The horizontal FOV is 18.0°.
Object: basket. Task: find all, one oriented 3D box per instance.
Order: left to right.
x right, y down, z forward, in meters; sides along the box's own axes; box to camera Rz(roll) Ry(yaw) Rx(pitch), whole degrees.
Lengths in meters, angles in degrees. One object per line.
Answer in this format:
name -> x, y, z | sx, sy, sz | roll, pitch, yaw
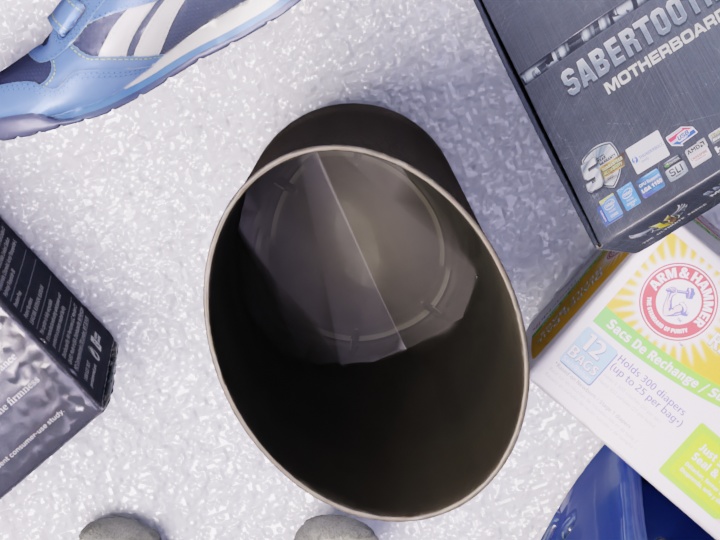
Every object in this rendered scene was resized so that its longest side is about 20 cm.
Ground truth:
basket -> 0.000, 0.000, 1.086 | 0.135, 0.200, 0.181 | -24, 107, 6

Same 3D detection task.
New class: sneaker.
sneaker -> -0.113, -0.131, 1.108 | 0.199, 0.074, 0.083 | -31, 105, -1

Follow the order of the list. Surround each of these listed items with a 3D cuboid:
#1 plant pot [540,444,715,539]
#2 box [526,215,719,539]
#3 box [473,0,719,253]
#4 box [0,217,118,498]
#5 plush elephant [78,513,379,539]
plant pot -> 0.159, 0.237, 1.178 | 0.199, 0.200, 0.180 | 35, 110, -13
box -> 0.191, 0.064, 1.153 | 0.200, 0.101, 0.113 | 40, 102, -4
box -> 0.163, -0.125, 1.051 | 0.199, 0.051, 0.159 | -32, 71, 25
box -> -0.241, 0.028, 1.133 | 0.148, 0.104, 0.200 | -39, 105, 10
plush elephant -> -0.082, 0.239, 1.176 | 0.163, 0.155, 0.202 | 5, 112, 8
